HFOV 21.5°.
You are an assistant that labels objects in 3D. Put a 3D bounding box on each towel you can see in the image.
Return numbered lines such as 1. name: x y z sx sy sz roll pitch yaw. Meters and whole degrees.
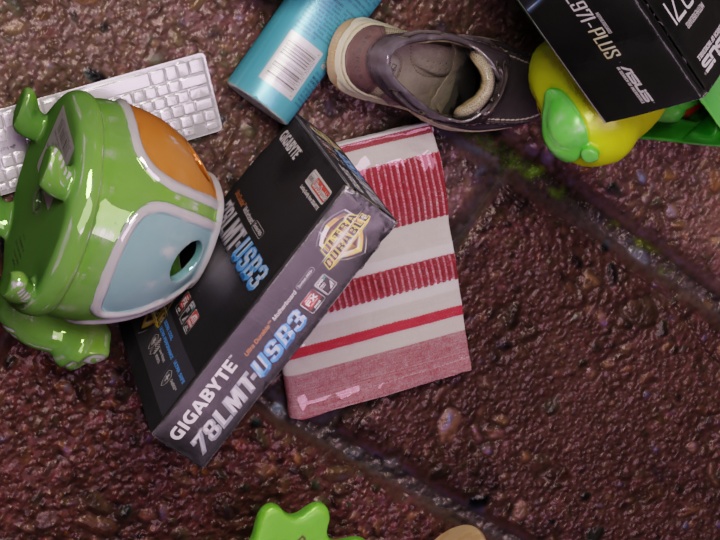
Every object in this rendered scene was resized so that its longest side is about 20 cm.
1. towel: 0.000 0.000 1.381 0.144 0.023 0.200 -15 111 -15

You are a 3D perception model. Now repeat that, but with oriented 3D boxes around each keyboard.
1. keyboard: -0.192 -0.094 1.274 0.200 0.011 0.056 -18 114 -16

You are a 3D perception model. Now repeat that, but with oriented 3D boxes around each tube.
1. tube: -0.013 -0.193 1.295 0.200 0.050 0.077 -54 138 -2

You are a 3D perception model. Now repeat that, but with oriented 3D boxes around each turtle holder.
1. turtle holder: -0.167 -0.018 1.224 0.132 0.141 0.186 11 94 -27

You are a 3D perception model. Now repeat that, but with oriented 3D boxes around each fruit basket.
1. fruit basket: 0.168 -0.152 1.319 0.216 0.155 0.216 -5 100 -32

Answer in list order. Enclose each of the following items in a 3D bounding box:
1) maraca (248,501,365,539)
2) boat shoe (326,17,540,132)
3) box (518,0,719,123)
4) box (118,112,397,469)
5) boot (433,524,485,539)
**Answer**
1. maraca: -0.080 0.257 1.388 0.200 0.107 0.137 -47 118 -2
2. boat shoe: 0.068 -0.130 1.319 0.200 0.065 0.072 11 100 -41
3. box: 0.185 -0.222 1.202 0.164 0.086 0.200 52 54 -21
4. box: -0.072 0.006 1.241 0.050 0.200 0.199 35 98 -21
5. boot: 0.082 0.303 1.501 0.144 0.071 0.201 25 101 -34
